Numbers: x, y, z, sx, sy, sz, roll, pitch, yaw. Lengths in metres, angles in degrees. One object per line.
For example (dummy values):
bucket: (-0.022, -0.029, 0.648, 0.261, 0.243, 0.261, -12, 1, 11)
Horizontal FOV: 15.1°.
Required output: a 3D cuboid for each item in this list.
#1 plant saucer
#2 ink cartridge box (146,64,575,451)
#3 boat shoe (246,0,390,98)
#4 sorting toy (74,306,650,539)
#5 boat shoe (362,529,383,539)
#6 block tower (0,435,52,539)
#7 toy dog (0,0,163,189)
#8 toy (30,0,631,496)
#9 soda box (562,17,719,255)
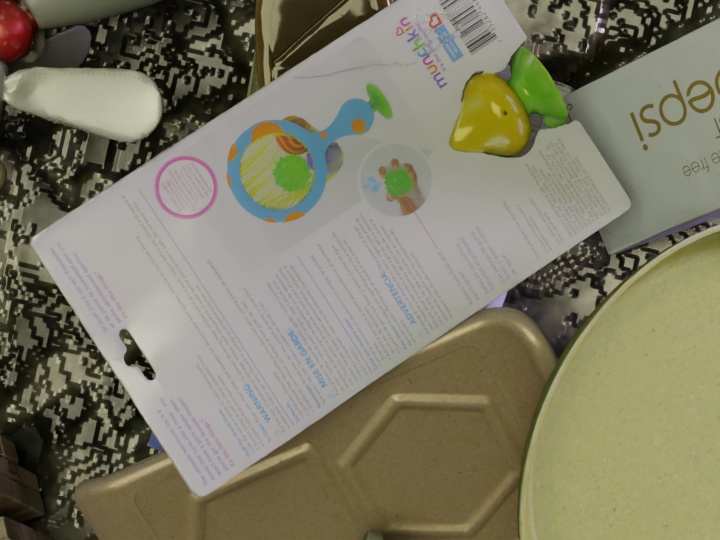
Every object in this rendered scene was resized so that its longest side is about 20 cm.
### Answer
plant saucer: (0.138, 0.072, 1.049, 0.200, 0.031, 0.200, -9, 109, -28)
ink cartridge box: (0.000, 0.000, 1.121, 0.119, 0.042, 0.200, 21, 92, 10)
boat shoe: (-0.019, -0.030, 1.083, 0.073, 0.063, 0.201, -2, 96, -5)
sorting toy: (0.012, 0.115, 1.087, 0.200, 0.036, 0.185, -22, 120, 12)
boat shoe: (0.005, 0.202, 1.046, 0.066, 0.075, 0.200, 13, 90, 3)
block tower: (-0.145, 0.168, 1.117, 0.058, 0.054, 0.200, -20, 70, 11)
toy dog: (-0.102, -0.106, 1.115, 0.200, 0.132, 0.096, -40, 122, 13)
toy: (-0.011, -0.018, 1.030, 0.200, 0.047, 0.115, -33, 94, -6)
soda box: (0.166, -0.070, 1.022, 0.200, 0.064, 0.068, -25, 85, 50)
